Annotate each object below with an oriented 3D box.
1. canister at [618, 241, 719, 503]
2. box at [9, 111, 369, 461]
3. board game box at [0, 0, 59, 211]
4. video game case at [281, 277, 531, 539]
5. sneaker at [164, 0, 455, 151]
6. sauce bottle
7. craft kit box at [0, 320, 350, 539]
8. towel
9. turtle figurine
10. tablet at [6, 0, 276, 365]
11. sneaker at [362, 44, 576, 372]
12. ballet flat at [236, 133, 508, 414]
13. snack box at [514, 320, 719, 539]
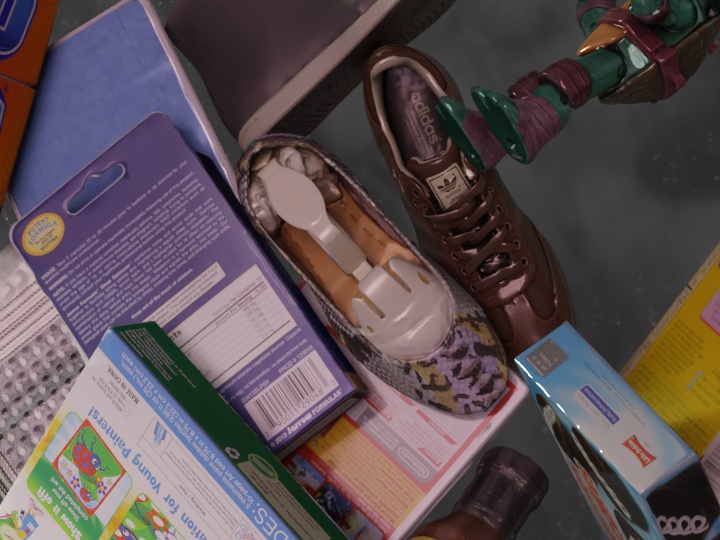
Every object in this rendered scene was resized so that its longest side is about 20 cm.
[{"bbox_3d":[0.230,0.031,1.284,0.201,0.086,0.149,-53,36,7],"label":"canister"},{"bbox_3d":[-0.098,0.023,1.375,0.121,0.032,0.201,-37,76,10],"label":"box"},{"bbox_3d":[-0.316,-0.142,1.387,0.199,0.200,0.202,15,88,34],"label":"board game box"},{"bbox_3d":[-0.020,0.095,1.373,0.143,0.017,0.200,42,92,17],"label":"video game case"},{"bbox_3d":[-0.020,-0.167,1.401,0.200,0.075,0.106,-41,75,9],"label":"sneaker"},{"bbox_3d":[0.037,0.181,1.318,0.064,0.065,0.201,25,59,16],"label":"sauce bottle"},{"bbox_3d":[-0.109,0.167,1.331,0.200,0.048,0.198,47,116,22],"label":"craft kit box"},{"bbox_3d":[-0.145,0.056,1.433,0.199,0.035,0.193,-36,76,8],"label":"towel"},{"bbox_3d":[0.137,-0.132,1.313,0.200,0.150,0.101,-40,82,-15],"label":"turtle figurine"},{"bbox_3d":[-0.136,-0.044,1.416,0.130,0.014,0.201,-29,77,12],"label":"tablet"},{"bbox_3d":[0.051,-0.034,1.367,0.070,0.076,0.201,-31,78,10],"label":"sneaker"},{"bbox_3d":[0.000,0.000,1.341,0.072,0.072,0.200,-45,73,7],"label":"ballet flat"},{"bbox_3d":[0.150,0.126,1.246,0.037,0.201,0.116,-35,44,-6],"label":"snack box"}]
